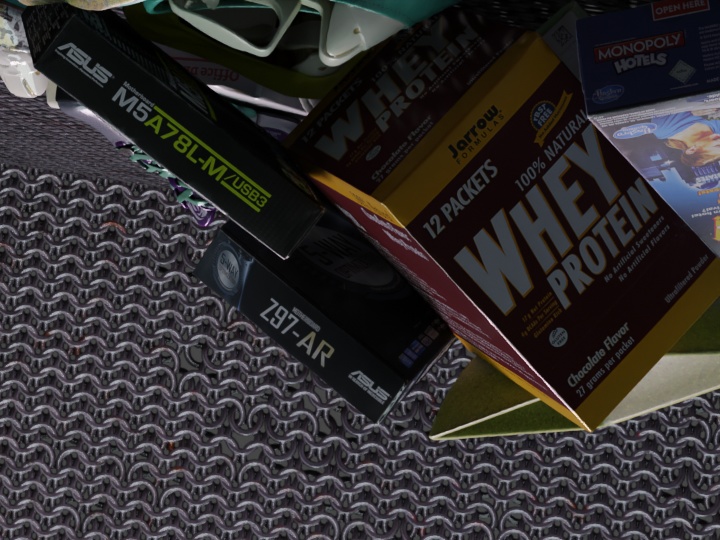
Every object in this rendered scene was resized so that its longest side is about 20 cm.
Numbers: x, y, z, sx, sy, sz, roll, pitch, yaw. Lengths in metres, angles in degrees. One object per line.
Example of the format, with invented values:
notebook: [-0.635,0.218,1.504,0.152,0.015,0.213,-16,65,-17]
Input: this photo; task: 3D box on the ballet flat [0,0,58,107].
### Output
ballet flat: [-0.240,-0.163,1.696,0.071,0.073,0.200,8,177,31]

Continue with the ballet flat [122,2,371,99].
ballet flat: [-0.060,-0.156,1.425,0.199,0.068,0.067,13,170,-34]

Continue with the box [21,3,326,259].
box: [-0.120,-0.101,1.360,0.193,0.048,0.200,40,-175,-17]

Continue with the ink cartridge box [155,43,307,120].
ink cartridge box: [-0.075,-0.148,1.589,0.115,0.067,0.199,8,177,37]

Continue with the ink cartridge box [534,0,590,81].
ink cartridge box: [0.174,-0.073,1.372,0.200,0.048,0.146,49,176,0]

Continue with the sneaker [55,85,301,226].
sneaker: [-0.124,-0.079,1.529,0.199,0.088,0.074,11,177,-34]

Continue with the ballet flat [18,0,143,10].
ballet flat: [-0.161,-0.183,1.227,0.070,0.071,0.199,11,177,-34]

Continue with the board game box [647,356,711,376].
board game box: [0.172,0.022,1.548,0.199,0.120,0.032,-21,-160,40]

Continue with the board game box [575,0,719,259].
board game box: [0.231,-0.080,1.189,0.198,0.062,0.200,-10,154,11]

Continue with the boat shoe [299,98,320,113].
boat shoe: [0.032,-0.128,1.576,0.199,0.073,0.062,7,-146,-34]

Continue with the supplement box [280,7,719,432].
supplement box: [0.086,-0.039,1.333,0.200,0.133,0.197,46,175,-23]

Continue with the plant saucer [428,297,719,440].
plant saucer: [0.171,0.060,1.454,0.199,0.048,0.199,-24,163,40]

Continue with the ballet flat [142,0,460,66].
ballet flat: [-0.033,-0.154,1.256,0.198,0.071,0.067,9,177,1]

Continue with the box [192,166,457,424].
box: [0.000,0.000,1.488,0.160,0.044,0.200,39,-147,7]
